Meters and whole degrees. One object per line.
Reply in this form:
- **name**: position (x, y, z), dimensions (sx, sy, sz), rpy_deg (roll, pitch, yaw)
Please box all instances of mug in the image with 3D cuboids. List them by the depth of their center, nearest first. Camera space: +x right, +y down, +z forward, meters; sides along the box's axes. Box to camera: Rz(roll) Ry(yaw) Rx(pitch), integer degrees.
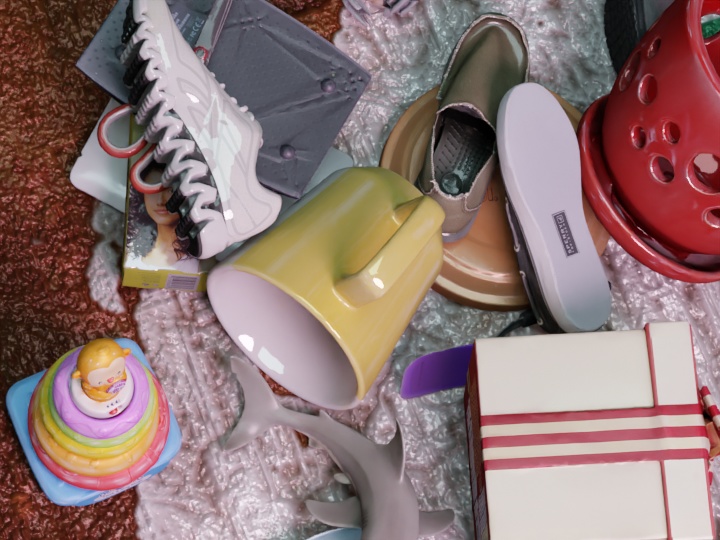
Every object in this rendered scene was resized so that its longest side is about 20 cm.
- **mug**: position (-0.001, 0.005, 1.581), dimensions (0.186, 0.150, 0.153), rpy_deg (16, 53, 42)

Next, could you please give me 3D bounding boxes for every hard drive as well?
- **hard drive**: position (-0.106, -0.148, 1.609), dimensions (0.199, 0.042, 0.135), rpy_deg (30, 70, 1)

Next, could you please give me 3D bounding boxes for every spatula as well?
- **spatula**: position (0.119, 0.050, 1.649), dimensions (0.199, 0.057, 0.021), rpy_deg (-27, 59, -23)

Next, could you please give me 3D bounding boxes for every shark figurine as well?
- **shark figurine**: position (-0.002, 0.136, 1.564), dimensions (0.127, 0.090, 0.214), rpy_deg (-15, 47, -36)

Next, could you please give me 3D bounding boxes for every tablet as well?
- **tablet**: position (-0.118, -0.080, 1.668), dimensions (0.199, 0.014, 0.131), rpy_deg (27, 70, 1)

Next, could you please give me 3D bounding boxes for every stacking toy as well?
- **stacking toy**: position (-0.187, 0.090, 1.500), dimensions (0.115, 0.200, 0.110), rpy_deg (-23, 76, -17)

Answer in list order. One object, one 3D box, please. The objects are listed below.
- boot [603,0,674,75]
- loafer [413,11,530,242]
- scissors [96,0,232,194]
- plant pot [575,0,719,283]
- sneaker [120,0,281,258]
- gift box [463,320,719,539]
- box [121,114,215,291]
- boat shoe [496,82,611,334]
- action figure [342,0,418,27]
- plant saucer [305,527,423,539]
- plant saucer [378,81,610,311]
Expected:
- **boot**: position (0.275, -0.248, 1.762), dimensions (0.130, 0.070, 0.202), rpy_deg (3, 75, -14)
- **loafer**: position (0.094, -0.120, 1.652), dimensions (0.075, 0.070, 0.202), rpy_deg (17, 70, -3)
- **scissors**: position (-0.121, -0.149, 1.576), dimensions (0.073, 0.014, 0.200), rpy_deg (37, 77, 3)
- **plant pot**: position (0.277, -0.106, 1.628), dimensions (0.199, 0.182, 0.202), rpy_deg (22, 49, -27)
- **sneaker**: position (-0.120, -0.113, 1.531), dimensions (0.080, 0.075, 0.202), rpy_deg (-19, 89, -18)
- **gift box**: position (0.177, 0.157, 1.555), dimensions (0.185, 0.185, 0.202), rpy_deg (-4, 76, -1)
- **box**: position (-0.146, -0.087, 1.632), dimensions (0.075, 0.050, 0.202), rpy_deg (3, 71, -9)
- **boat shoe**: position (0.139, -0.044, 1.622), dimensions (0.068, 0.057, 0.202), rpy_deg (-12, 86, -30)
- **action figure**: position (0.037, -0.282, 1.732), dimensions (0.199, 0.069, 0.131), rpy_deg (-25, 86, -12)
- **plant saucer**: position (0.003, 0.293, 1.550), dimensions (0.199, 0.039, 0.203), rpy_deg (3, 71, -8)
- **plant saucer**: position (0.112, -0.067, 1.691), dimensions (0.198, 0.032, 0.202), rpy_deg (3, 71, -8)
